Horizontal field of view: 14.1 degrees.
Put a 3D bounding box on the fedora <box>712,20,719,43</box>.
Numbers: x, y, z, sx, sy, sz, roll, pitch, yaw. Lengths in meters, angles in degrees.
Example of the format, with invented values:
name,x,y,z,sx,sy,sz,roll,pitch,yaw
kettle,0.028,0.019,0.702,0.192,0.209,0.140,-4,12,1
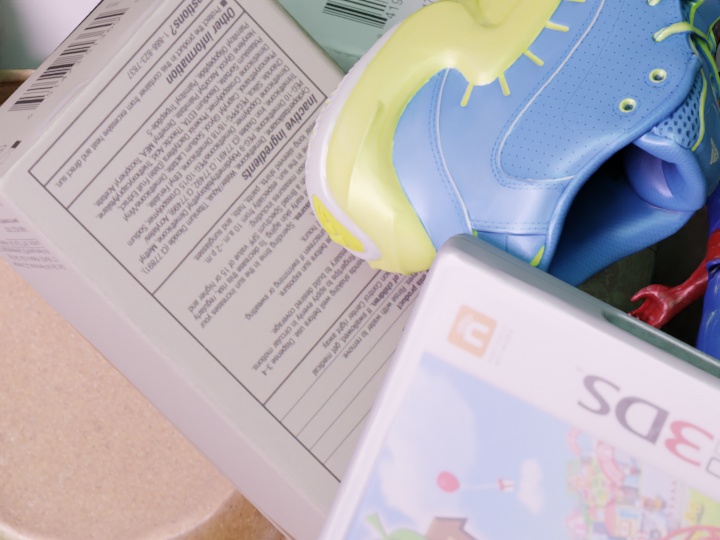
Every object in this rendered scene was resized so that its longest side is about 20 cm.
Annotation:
name,x,y,z,sx,sy,sz,roll,pitch,yaw
fedora,0.177,-0.068,0.938,0.200,0.090,0.177,50,44,-12

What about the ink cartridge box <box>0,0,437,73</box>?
name,x,y,z,sx,sy,sz,roll,pitch,yaw
ink cartridge box,-0.014,-0.103,0.969,0.199,0.086,0.147,15,51,15

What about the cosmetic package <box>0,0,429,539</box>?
name,x,y,z,sx,sy,sz,roll,pitch,yaw
cosmetic package,-0.020,0.007,0.876,0.105,0.071,0.200,-47,108,-15

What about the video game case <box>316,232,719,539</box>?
name,x,y,z,sx,sy,sz,roll,pitch,yaw
video game case,0.067,0.117,0.783,0.181,0.022,0.201,27,111,13

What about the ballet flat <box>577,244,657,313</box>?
name,x,y,z,sx,sy,sz,roll,pitch,yaw
ballet flat,0.000,0.000,0.982,0.199,0.067,0.063,2,88,8

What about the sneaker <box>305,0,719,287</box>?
name,x,y,z,sx,sy,sz,roll,pitch,yaw
sneaker,0.079,-0.066,0.824,0.105,0.076,0.200,31,75,31

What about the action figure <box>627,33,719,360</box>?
name,x,y,z,sx,sy,sz,roll,pitch,yaw
action figure,0.090,0.020,0.852,0.099,0.065,0.201,-5,68,32

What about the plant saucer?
name,x,y,z,sx,sy,sz,roll,pitch,yaw
plant saucer,-0.100,0.028,0.966,0.199,0.035,0.201,4,106,14
